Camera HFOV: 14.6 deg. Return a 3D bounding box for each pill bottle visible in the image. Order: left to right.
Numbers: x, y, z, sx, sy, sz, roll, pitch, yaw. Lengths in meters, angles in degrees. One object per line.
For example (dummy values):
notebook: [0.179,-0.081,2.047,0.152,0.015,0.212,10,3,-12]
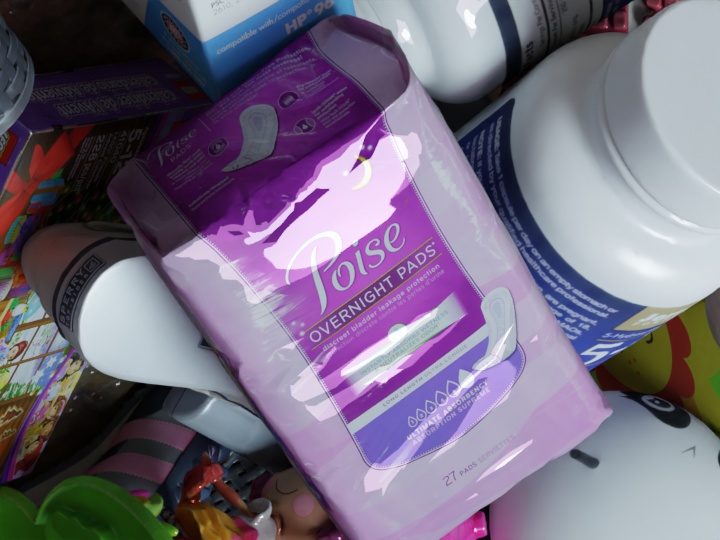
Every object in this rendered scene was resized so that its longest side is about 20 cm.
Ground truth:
pill bottle: [0.054,-0.140,1.177,0.199,0.111,0.111,-33,142,-13]
pill bottle: [0.097,-0.029,1.176,0.119,0.120,0.200,-11,165,-35]

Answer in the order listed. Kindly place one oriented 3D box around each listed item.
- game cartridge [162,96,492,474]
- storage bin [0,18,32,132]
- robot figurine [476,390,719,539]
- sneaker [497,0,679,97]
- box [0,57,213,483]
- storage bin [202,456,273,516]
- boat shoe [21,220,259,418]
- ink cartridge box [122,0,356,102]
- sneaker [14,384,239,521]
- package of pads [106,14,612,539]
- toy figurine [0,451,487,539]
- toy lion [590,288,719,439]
game cartridge: [0.000,0.000,1.286,0.133,0.041,0.201,33,86,-48]
storage bin: [-0.230,-0.062,0.957,0.200,0.135,0.094,-38,142,-6]
robot figurine: [0.106,0.123,1.298,0.149,0.126,0.200,-2,167,-11]
sneaker: [0.134,-0.119,1.283,0.201,0.080,0.075,-60,156,7]
box: [-0.148,0.009,1.162,0.137,0.039,0.201,-17,140,-60]
storage bin: [-0.061,0.172,1.388,0.199,0.094,0.136,-30,141,-16]
boat shoe: [-0.052,0.023,1.150,0.199,0.066,0.072,12,106,-41]
ink cartridge box: [-0.072,-0.172,1.027,0.068,0.116,0.201,-32,142,-14]
sneaker: [-0.095,0.111,1.305,0.200,0.082,0.070,-39,144,-9]
package of pads: [0.004,0.013,1.081,0.120,0.076,0.200,-36,126,-6]
toy figurine: [-0.041,0.126,1.221,0.183,0.200,0.151,-19,116,-34]
toy lion: [0.146,0.011,1.333,0.068,0.192,0.201,-28,150,-21]
